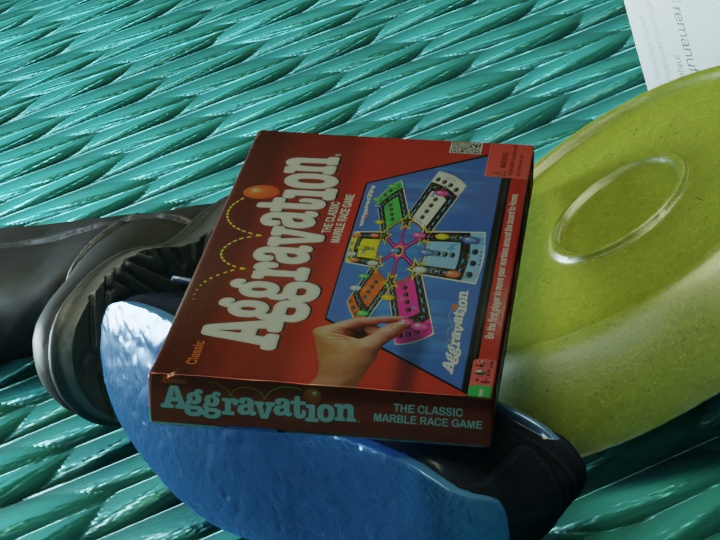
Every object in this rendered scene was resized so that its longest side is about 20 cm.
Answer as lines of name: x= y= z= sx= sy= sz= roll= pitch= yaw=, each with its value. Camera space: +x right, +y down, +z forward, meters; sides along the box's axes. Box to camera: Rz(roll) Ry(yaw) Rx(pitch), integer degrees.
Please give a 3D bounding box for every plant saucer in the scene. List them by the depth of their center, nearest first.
plant saucer: x=0.095 y=-0.012 z=0.871 sx=0.200 sy=0.031 sz=0.200 roll=-31 pitch=22 yaw=14

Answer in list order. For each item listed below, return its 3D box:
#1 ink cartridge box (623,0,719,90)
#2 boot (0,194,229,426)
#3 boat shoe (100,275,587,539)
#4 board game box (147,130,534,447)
ink cartridge box: x=0.200 y=-0.124 z=1.012 sx=0.084 sy=0.147 sz=0.200 roll=-31 pitch=23 yaw=-32
boot: x=-0.150 y=0.020 z=1.031 sx=0.199 sy=0.066 sz=0.165 roll=-3 pitch=15 yaw=28
boat shoe: x=-0.009 y=0.056 z=0.826 sx=0.069 sy=0.084 sz=0.200 roll=-21 pitch=34 yaw=-35
board game box: x=0.000 y=0.000 z=0.830 sx=0.103 sy=0.020 sz=0.200 roll=2 pitch=25 yaw=6
